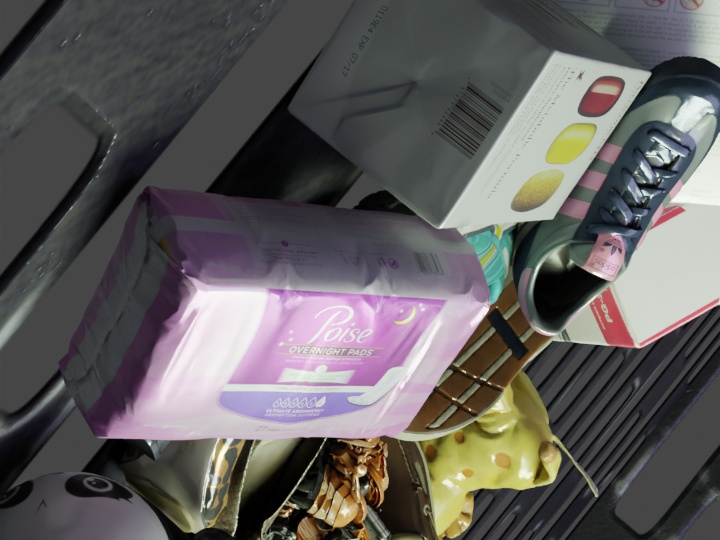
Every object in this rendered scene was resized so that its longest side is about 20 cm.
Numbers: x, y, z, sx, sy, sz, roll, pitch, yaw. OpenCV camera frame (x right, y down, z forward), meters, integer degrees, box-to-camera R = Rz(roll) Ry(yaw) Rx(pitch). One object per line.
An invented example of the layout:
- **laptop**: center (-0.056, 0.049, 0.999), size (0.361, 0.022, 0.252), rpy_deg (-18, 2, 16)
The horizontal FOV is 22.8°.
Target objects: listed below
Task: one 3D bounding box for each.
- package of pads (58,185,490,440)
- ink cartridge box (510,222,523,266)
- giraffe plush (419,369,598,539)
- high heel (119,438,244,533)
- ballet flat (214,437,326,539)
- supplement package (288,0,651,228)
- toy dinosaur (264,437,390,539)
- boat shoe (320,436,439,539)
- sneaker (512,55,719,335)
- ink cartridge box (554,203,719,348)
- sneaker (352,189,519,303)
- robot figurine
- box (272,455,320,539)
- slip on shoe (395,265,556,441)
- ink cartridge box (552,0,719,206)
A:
- **package of pads**: center (-0.042, 0.025, 0.917), size (0.199, 0.076, 0.121), rpy_deg (4, 132, -37)
- **ink cartridge box**: center (0.173, -0.103, 1.293), size (0.200, 0.045, 0.177), rpy_deg (-45, -163, 43)
- **giraffe plush**: center (0.057, 0.133, 1.353), size (0.162, 0.201, 0.172), rpy_deg (-36, 167, 7)
- **high heel**: center (-0.078, 0.077, 1.063), size (0.143, 0.071, 0.200), rpy_deg (-51, 165, -21)
- **ballet flat**: center (-0.050, 0.112, 1.098), size (0.067, 0.047, 0.201), rpy_deg (9, 129, -30)
- **supplement package**: center (0.068, -0.101, 0.997), size (0.114, 0.109, 0.200), rpy_deg (-56, 163, 17)
- **toy dinosaur**: center (-0.024, 0.130, 1.187), size (0.102, 0.135, 0.201), rpy_deg (-21, 146, -57)
- **boat shoe**: center (0.025, 0.177, 1.246), size (0.074, 0.204, 0.075), rpy_deg (-17, -175, -9)
- **sneaker**: center (0.161, -0.038, 1.093), size (0.201, 0.070, 0.082), rpy_deg (-56, -162, 36)
- **ink cartridge box**: center (0.209, -0.011, 1.388), size (0.144, 0.085, 0.200), rpy_deg (-27, -171, -18)
- **sneaker**: center (0.051, -0.007, 1.075), size (0.200, 0.077, 0.081), rpy_deg (-3, 100, -66)
- **robot figurine**: center (-0.149, 0.180, 0.994), size (0.151, 0.124, 0.200), rpy_deg (-51, 163, -10)
- **box**: center (-0.084, 0.239, 1.407), size (0.193, 0.047, 0.201), rpy_deg (-22, 147, -56)
- **slip on shoe**: center (0.071, 0.054, 1.226), size (0.200, 0.076, 0.060), rpy_deg (-39, -173, -33)
- **ink cartridge box**: center (0.186, -0.142, 1.118), size (0.047, 0.158, 0.202), rpy_deg (-88, -176, -65)
